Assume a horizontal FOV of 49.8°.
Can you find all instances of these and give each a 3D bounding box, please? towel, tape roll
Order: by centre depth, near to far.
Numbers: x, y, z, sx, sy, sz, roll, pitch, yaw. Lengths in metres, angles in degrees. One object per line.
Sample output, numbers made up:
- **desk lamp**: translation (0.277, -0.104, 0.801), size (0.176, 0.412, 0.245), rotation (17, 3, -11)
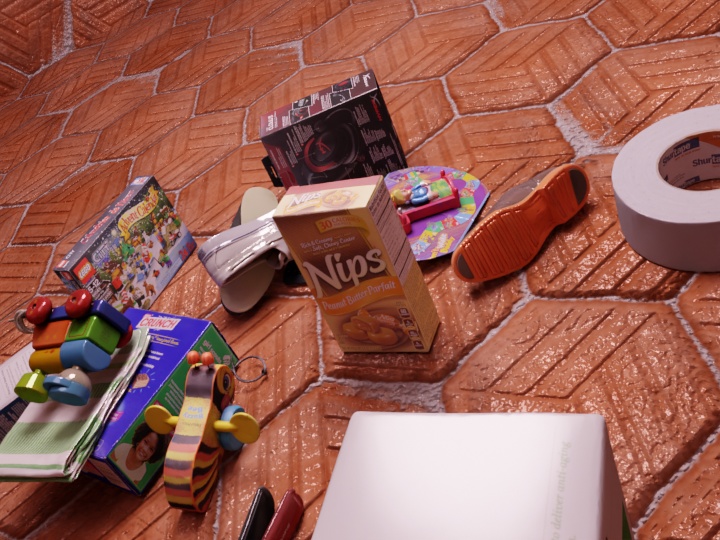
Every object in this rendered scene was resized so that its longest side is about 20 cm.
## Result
- **tape roll**: translation (0.371, -0.092, 0.820), size (0.197, 0.067, 0.202), rotation (-18, 38, 14)
- **towel**: translation (-0.332, 0.150, 0.882), size (0.150, 0.024, 0.202), rotation (-10, 40, 28)

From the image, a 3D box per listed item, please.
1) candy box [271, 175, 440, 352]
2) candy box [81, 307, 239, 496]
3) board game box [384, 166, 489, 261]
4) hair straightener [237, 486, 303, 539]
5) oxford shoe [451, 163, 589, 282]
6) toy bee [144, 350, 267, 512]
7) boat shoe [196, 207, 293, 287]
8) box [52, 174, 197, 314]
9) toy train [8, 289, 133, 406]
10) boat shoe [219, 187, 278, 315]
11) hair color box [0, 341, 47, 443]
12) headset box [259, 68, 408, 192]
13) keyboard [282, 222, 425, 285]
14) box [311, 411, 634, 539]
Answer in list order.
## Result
- **candy box**: translation (0.000, 0.000, 0.830), size (0.113, 0.202, 0.056), rotation (-3, 41, 29)
- **candy box**: translation (-0.270, 0.147, 0.929), size (0.167, 0.078, 0.201), rotation (4, 48, 38)
- **board game box**: translation (0.073, -0.092, 0.999), size (0.155, 0.039, 0.201), rotation (12, 47, 27)
- **hair straightener**: translation (-0.120, 0.289, 0.703), size (0.076, 0.041, 0.202), rotation (-2, 47, 30)
- **oxford shoe**: translation (0.178, -0.053, 0.909), size (0.198, 0.072, 0.073), rotation (-34, 17, -16)
- **toy bee**: translation (-0.172, 0.145, 0.835), size (0.128, 0.110, 0.202), rotation (-14, 43, 3)
- **boat shoe**: translation (-0.114, -0.036, 1.024), size (0.198, 0.071, 0.071), rotation (-26, 77, -30)
- **box**: translation (-0.332, -0.020, 1.119), size (0.037, 0.138, 0.202), rotation (2, 45, 33)
- **toy train**: translation (-0.363, 0.099, 0.893), size (0.197, 0.085, 0.118), rotation (-9, 52, 30)
- **boat shoe**: translation (-0.155, -0.020, 1.076), size (0.072, 0.063, 0.205), rotation (15, 53, -13)
- **hair color box**: translation (-0.467, 0.177, 1.031), size (0.199, 0.061, 0.100), rotation (-38, 37, -15)
- **headset box**: translation (-0.045, -0.174, 1.112), size (0.197, 0.150, 0.076), rotation (-21, 35, 8)
- **keyboard**: translation (-0.012, -0.038, 1.021), size (0.196, 0.040, 0.105), rotation (-8, 41, 23)
- **box**: translation (0.078, 0.226, 0.531), size (0.196, 0.173, 0.201), rotation (-6, 41, 27)
